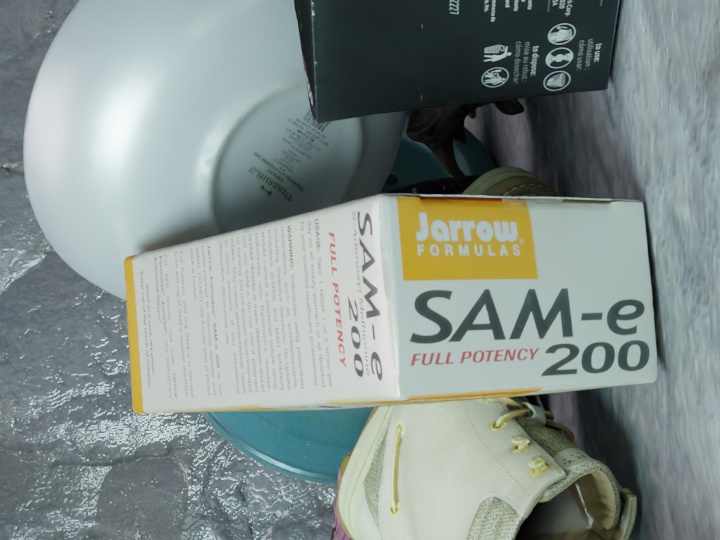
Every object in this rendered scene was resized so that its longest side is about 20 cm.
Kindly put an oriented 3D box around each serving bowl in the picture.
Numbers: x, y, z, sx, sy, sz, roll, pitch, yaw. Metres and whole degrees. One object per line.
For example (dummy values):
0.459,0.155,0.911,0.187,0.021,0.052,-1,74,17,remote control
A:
-0.052,-0.061,0.728,0.066,0.200,0.200,37,143,41,serving bowl

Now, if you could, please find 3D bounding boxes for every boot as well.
0.070,0.059,0.704,0.155,0.072,0.200,28,97,62,boot

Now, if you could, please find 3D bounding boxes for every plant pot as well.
0.000,0.000,0.978,0.188,0.200,0.200,110,158,-46,plant pot

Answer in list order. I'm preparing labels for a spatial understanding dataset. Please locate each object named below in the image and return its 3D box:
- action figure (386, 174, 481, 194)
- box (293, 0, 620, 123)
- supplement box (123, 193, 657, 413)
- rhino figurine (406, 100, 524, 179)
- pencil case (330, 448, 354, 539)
0.067,0.050,0.854,0.130,0.069,0.200,-124,22,-61,action figure
0.026,-0.185,0.628,0.149,0.124,0.200,89,173,-51,box
0.004,0.018,0.633,0.200,0.126,0.074,-10,82,55,supplement box
0.043,-0.147,0.816,0.060,0.087,0.200,-4,95,48,rhino figurine
0.008,0.168,0.812,0.087,0.083,0.200,-59,4,30,pencil case
